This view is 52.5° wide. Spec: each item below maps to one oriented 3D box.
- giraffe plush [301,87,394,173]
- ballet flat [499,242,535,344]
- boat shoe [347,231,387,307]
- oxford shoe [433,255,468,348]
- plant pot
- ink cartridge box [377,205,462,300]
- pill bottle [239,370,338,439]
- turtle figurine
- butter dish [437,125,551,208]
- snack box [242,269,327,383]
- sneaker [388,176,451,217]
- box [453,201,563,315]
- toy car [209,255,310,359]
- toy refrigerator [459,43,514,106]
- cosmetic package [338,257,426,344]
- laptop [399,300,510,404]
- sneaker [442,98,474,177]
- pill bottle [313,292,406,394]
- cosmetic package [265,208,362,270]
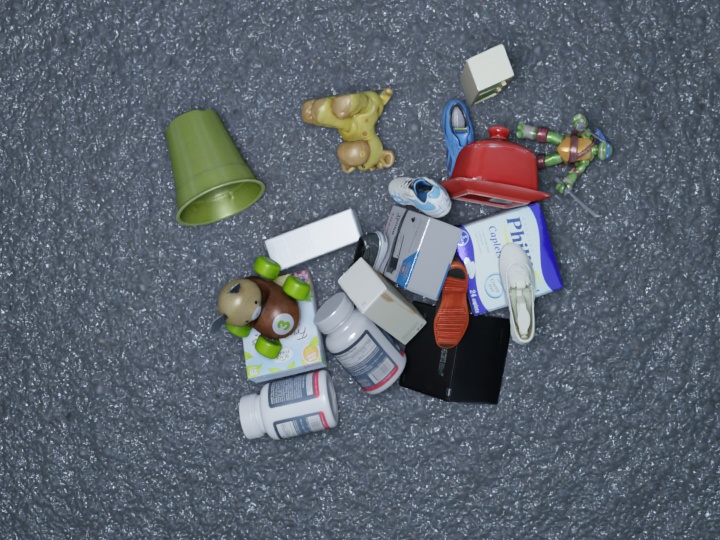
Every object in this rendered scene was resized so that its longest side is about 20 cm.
[{"bbox_3d":[-0.011,-0.285,1.527,0.196,0.171,0.167,-16,106,-29],"label":"giraffe plush"},{"bbox_3d":[0.319,0.048,1.447,0.067,0.069,0.206,-7,95,5],"label":"ballet flat"},{"bbox_3d":[0.000,0.000,1.533,0.055,0.069,0.203,-3,133,-28],"label":"boat shoe"},{"bbox_3d":[0.187,0.064,1.501,0.069,0.073,0.205,4,117,-3],"label":"oxford shoe"},{"bbox_3d":[-0.324,-0.225,1.536,0.196,0.200,0.194,-24,79,6],"label":"plant pot"},{"bbox_3d":[0.110,-0.041,1.486,0.082,0.200,0.148,18,95,-21],"label":"ink cartridge box"},{"bbox_3d":[-0.154,0.295,1.570,0.194,0.120,0.123,-13,93,5],"label":"pill bottle"},{"bbox_3d":[0.406,-0.237,1.471,0.189,0.146,0.203,7,52,21],"label":"turtle figurine"},{"bbox_3d":[0.266,-0.211,1.448,0.194,0.200,0.152,10,89,-8],"label":"butter dish"},{"bbox_3d":[-0.169,0.120,1.561,0.164,0.068,0.205,-14,73,5],"label":"snack box"},{"bbox_3d":[0.116,-0.166,1.495,0.071,0.199,0.073,-39,122,-12],"label":"sneaker"},{"bbox_3d":[0.300,-0.028,1.527,0.195,0.105,0.189,-18,93,5],"label":"box"},{"bbox_3d":[-0.216,0.072,1.422,0.156,0.199,0.167,31,99,19],"label":"toy car"},{"bbox_3d":[0.250,-0.383,1.458,0.074,0.200,0.072,-22,92,5],"label":"toy refrigerator"},{"bbox_3d":[0.048,0.065,1.497,0.071,0.200,0.106,-44,54,5],"label":"cosmetic package"},{"bbox_3d":[0.207,0.180,1.597,0.196,0.115,0.193,13,95,32],"label":"laptop"},{"bbox_3d":[0.211,-0.256,1.532,0.064,0.078,0.206,-11,95,3],"label":"sneaker"},{"bbox_3d":[-0.004,0.149,1.531,0.119,0.120,0.201,-38,108,6],"label":"pill bottle"},{"bbox_3d":[-0.095,-0.065,1.557,0.195,0.101,0.073,-20,92,5],"label":"cosmetic package"}]
